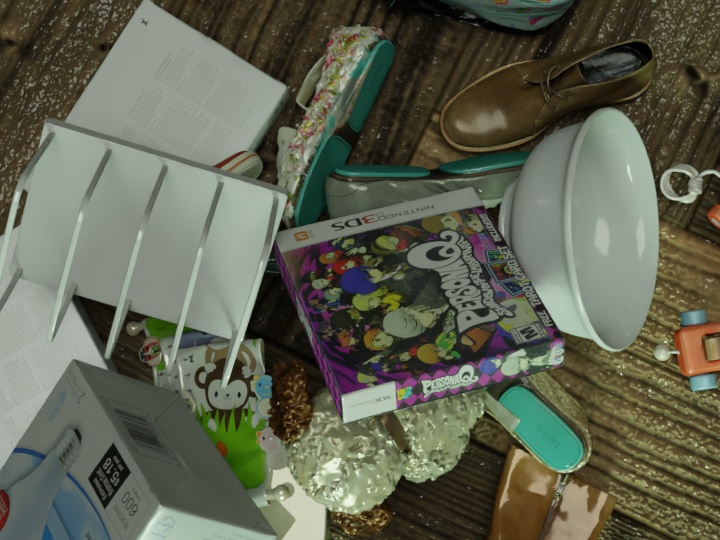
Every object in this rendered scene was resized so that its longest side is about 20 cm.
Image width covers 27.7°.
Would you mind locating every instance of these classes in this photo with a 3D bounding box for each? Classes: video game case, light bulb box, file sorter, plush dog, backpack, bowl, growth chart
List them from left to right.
[{"bbox_3d":[-0.201,0.216,1.164,0.200,0.125,0.198,-56,43,11],"label":"light bulb box"},{"bbox_3d":[-0.173,-0.007,1.136,0.199,0.125,0.139,16,115,-7],"label":"file sorter"},{"bbox_3d":[-0.127,0.114,1.245,0.144,0.018,0.201,-24,68,27],"label":"growth chart"},{"bbox_3d":[0.015,0.123,1.182,0.172,0.160,0.200,-40,110,-24],"label":"plush dog"},{"bbox_3d":[0.041,0.021,1.165,0.181,0.036,0.200,-13,43,-11],"label":"video game case"},{"bbox_3d":[0.108,-0.290,1.274,0.199,0.127,0.167,25,82,1],"label":"backpack"},{"bbox_3d":[0.176,-0.033,1.232,0.090,0.201,0.202,-1,83,32],"label":"bowl"}]

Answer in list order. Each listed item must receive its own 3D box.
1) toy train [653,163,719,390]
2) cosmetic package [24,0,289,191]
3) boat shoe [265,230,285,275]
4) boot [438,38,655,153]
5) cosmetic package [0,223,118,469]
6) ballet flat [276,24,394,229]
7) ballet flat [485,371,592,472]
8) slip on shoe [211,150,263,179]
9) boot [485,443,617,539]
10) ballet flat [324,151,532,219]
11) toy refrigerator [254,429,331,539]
[{"bbox_3d":[0.327,0.000,1.265,0.150,0.056,0.201,-3,84,-4],"label":"toy train"},{"bbox_3d":[-0.179,-0.114,1.294,0.150,0.052,0.200,33,86,2],"label":"cosmetic package"},{"bbox_3d":[0.000,0.000,1.272,0.199,0.076,0.061,0,78,3],"label":"boat shoe"},{"bbox_3d":[0.163,-0.161,1.283,0.199,0.075,0.074,-19,83,0],"label":"boot"},{"bbox_3d":[-0.306,0.079,1.285,0.150,0.052,0.201,-28,84,-3],"label":"cosmetic package"},{"bbox_3d":[-0.035,-0.129,1.297,0.064,0.076,0.201,21,78,24],"label":"ballet flat"},{"bbox_3d":[0.124,0.091,1.264,0.070,0.065,0.200,-41,89,22],"label":"ballet flat"},{"bbox_3d":[-0.178,-0.063,1.224,0.199,0.074,0.061,-20,82,4],"label":"slip on shoe"},{"bbox_3d":[0.101,0.245,1.246,0.188,0.068,0.201,21,84,4],"label":"boot"},{"bbox_3d":[0.067,-0.066,1.281,0.199,0.067,0.064,-5,104,-10],"label":"ballet flat"},{"bbox_3d":[-0.055,0.237,1.248,0.070,0.076,0.201,1,83,2],"label":"toy refrigerator"}]
